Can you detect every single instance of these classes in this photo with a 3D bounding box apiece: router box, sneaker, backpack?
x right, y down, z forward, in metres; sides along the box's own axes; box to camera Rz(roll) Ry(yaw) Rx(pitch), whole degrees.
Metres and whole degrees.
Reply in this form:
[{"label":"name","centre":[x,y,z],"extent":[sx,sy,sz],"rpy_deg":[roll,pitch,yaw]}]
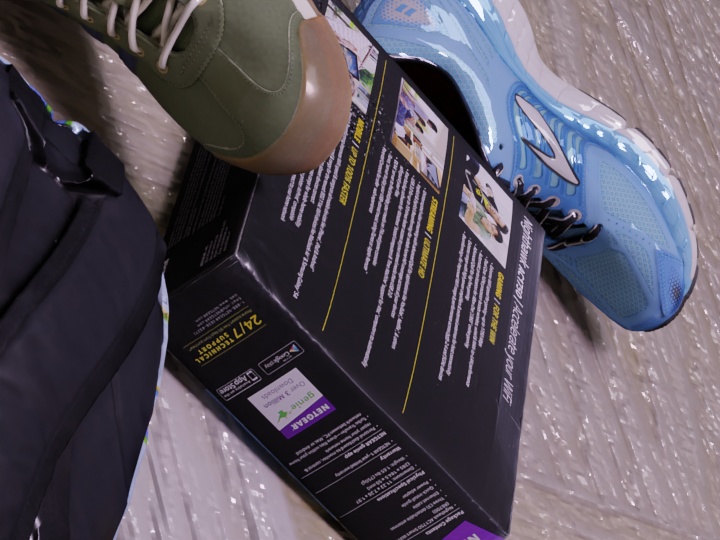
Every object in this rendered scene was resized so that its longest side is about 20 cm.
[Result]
[{"label":"router box","centre":[0.000,0.000,1.029],"extent":[0.149,0.051,0.200],"rpy_deg":[47,28,-21]},{"label":"sneaker","centre":[-0.090,-0.104,0.958],"extent":[0.090,0.067,0.200],"rpy_deg":[9,33,-45]},{"label":"backpack","centre":[-0.128,0.027,0.715],"extent":[0.163,0.154,0.200],"rpy_deg":[42,52,-21]},{"label":"sneaker","centre":[0.060,-0.042,1.177],"extent":[0.200,0.078,0.090],"rpy_deg":[46,47,-12]}]
